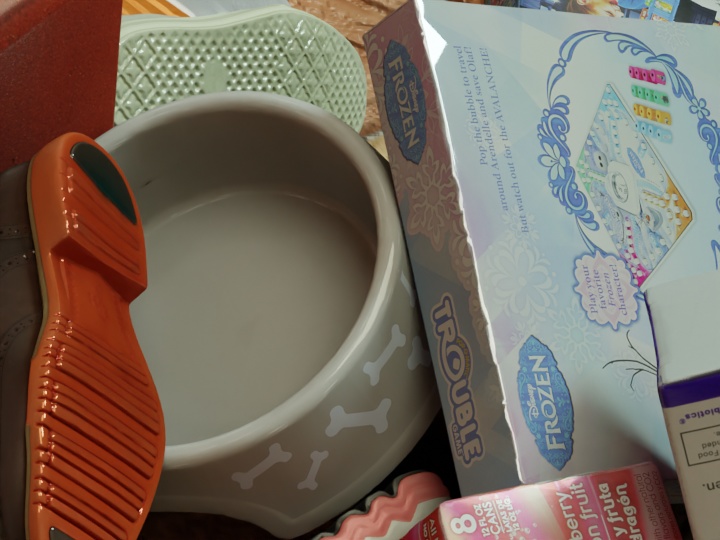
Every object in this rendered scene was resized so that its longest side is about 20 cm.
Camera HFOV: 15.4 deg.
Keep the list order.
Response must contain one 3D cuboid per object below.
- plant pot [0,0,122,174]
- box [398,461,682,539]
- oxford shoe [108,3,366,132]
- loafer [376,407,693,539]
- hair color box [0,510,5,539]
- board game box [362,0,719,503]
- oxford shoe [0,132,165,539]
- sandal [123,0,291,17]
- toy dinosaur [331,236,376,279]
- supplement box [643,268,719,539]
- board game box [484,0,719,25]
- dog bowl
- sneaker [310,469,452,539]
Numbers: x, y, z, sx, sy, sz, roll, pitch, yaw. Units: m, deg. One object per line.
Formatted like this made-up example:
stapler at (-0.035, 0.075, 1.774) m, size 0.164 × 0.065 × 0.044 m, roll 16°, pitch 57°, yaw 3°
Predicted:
plant pot at (-0.232, -0.069, 1.089) m, size 0.200 × 0.200 × 0.176 m, roll 32°, pitch 55°, yaw 16°
box at (0.076, 0.181, 0.942) m, size 0.095 × 0.100 × 0.201 m, roll -8°, pitch 70°, yaw -26°
oxford shoe at (-0.069, -0.085, 1.215) m, size 0.058 × 0.075 × 0.200 m, roll 4°, pitch 4°, yaw 39°
loafer at (0.078, 0.073, 1.116) m, size 0.200 × 0.076 × 0.068 m, roll 22°, pitch 45°, yaw 0°
hair color box at (-0.211, 0.064, 0.959) m, size 0.200 × 0.060 × 0.100 m, roll 51°, pitch 37°, yaw -23°
board game box at (0.109, -0.006, 1.070) m, size 0.199 × 0.043 × 0.201 m, roll 2°, pitch 69°, yaw -37°
oxford shoe at (-0.122, 0.042, 1.009) m, size 0.071 × 0.072 × 0.200 m, roll 44°, pitch 31°, yaw -40°
sandal at (-0.111, -0.115, 1.270) m, size 0.206 × 0.059 × 0.079 m, roll -3°, pitch 46°, yaw -52°
toy dinosaur at (0.000, 0.000, 1.147) m, size 0.102 × 0.077 × 0.200 m, roll -22°, pitch 28°, yaw -39°
supplement box at (0.175, 0.101, 0.971) m, size 0.103 × 0.201 × 0.101 m, roll -15°, pitch 17°, yaw 8°
board game box at (0.136, -0.064, 1.289) m, size 0.200 × 0.062 × 0.200 m, roll 24°, pitch 46°, yaw 0°
dog bowl at (-0.060, 0.014, 1.073) m, size 0.199 × 0.059 × 0.201 m, roll -10°, pitch 55°, yaw 15°
sneaker at (-0.019, 0.155, 1.004) m, size 0.200 × 0.074 × 0.087 m, roll -33°, pitch 82°, yaw -33°
